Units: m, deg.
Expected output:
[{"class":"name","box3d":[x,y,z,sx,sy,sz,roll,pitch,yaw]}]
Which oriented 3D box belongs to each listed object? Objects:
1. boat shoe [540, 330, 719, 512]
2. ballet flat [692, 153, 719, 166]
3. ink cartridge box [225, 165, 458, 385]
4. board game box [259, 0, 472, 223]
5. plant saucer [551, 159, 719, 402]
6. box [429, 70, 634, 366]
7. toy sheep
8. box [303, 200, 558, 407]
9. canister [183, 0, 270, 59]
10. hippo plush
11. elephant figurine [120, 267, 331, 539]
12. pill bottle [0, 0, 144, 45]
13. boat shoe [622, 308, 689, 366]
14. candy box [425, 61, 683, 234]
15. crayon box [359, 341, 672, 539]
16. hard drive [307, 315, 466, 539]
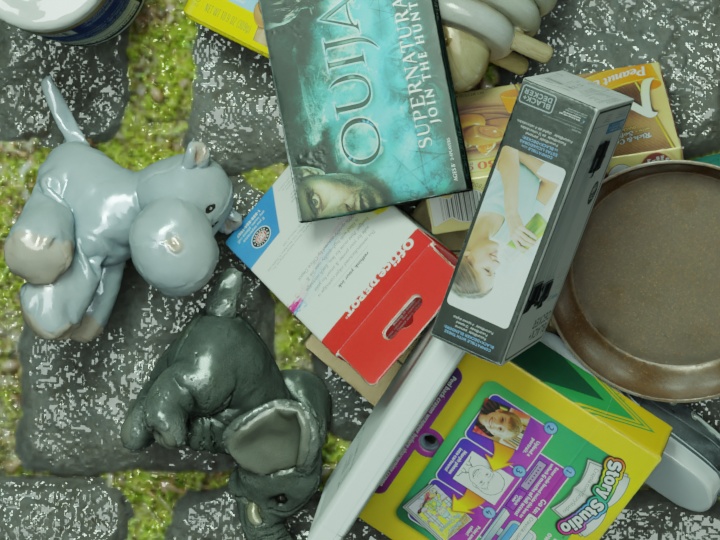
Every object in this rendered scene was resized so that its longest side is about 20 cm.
[{"class":"boat shoe","box3d":[0.216,0.106,1.576,0.200,0.072,0.068,37,57,2]},{"class":"ballet flat","box3d":[0.222,-0.050,1.571,0.200,0.072,0.072,-6,92,6]},{"class":"ink cartridge box","box3d":[0.000,0.000,1.542,0.116,0.067,0.200,-49,54,5]},{"class":"board game box","box3d":[0.001,-0.146,1.490,0.135,0.028,0.200,-11,89,15]},{"class":"plant saucer","box3d":[0.241,0.005,1.505,0.200,0.034,0.201,3,113,8]},{"class":"box","box3d":[0.125,-0.040,1.433,0.060,0.117,0.200,24,105,15]},{"class":"toy sheep","box3d":[0.098,-0.235,1.546,0.138,0.138,0.200,17,77,4]},{"class":"box","box3d":[0.076,0.037,1.607,0.163,0.021,0.200,41,96,3]},{"class":"canister","box3d":[-0.039,-0.264,1.562,0.148,0.087,0.200,28,97,24]},{"class":"hippo plush","box3d":[-0.175,-0.031,1.562,0.160,0.159,0.200,-1,52,11]},{"class":"elephant figurine","box3d":[-0.079,0.132,1.586,0.200,0.155,0.142,33,51,-7]},{"class":"pill bottle","box3d":[-0.226,-0.233,1.534,0.111,0.200,0.111,0,92,5]},{"class":"boat shoe","box3d":[0.298,0.060,1.568,0.200,0.060,0.074,24,96,4]},{"class":"candy box","box3d":[0.146,-0.097,1.545,0.200,0.116,0.055,-8,131,4]},{"class":"crayon box","box3d":[0.118,0.158,1.553,0.172,0.058,0.200,33,119,0]},{"class":"hard drive","box3d":[0.027,0.114,1.533,0.027,0.132,0.200,31,106,-2]}]
